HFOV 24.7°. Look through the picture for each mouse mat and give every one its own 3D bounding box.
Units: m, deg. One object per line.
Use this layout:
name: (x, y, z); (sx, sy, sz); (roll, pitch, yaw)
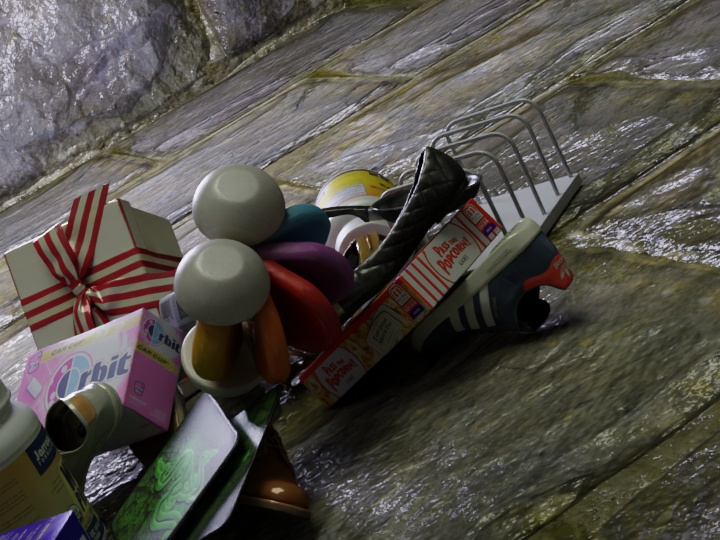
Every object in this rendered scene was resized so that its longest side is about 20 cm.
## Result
mouse mat: (-0.142, 0.194, 1.444); (0.200, 0.008, 0.161); (-40, 21, 44)
mouse mat: (-0.170, 0.192, 1.476); (0.161, 0.008, 0.200); (-54, 17, -2)

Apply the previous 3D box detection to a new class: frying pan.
frying pan: (0.032, -0.061, 1.628); (0.190, 0.031, 0.115); (-18, 11, -6)

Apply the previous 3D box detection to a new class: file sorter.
file sorter: (0.131, -0.088, 1.808); (0.139, 0.125, 0.200); (-15, 21, 34)

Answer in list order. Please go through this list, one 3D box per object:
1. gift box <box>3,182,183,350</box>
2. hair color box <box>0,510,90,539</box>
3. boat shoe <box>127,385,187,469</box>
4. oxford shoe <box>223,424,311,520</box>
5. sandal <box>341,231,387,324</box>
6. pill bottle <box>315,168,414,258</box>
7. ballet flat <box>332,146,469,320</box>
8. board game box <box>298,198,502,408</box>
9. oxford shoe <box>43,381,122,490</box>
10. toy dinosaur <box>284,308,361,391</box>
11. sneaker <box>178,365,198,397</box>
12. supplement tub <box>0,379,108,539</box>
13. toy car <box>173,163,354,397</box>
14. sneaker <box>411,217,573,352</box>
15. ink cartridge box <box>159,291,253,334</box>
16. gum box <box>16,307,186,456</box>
gift box: (-0.295, 0.014, 1.966); (0.200, 0.185, 0.187); (-30, -12, 12)
hair color box: (-0.310, 0.290, 1.418); (0.200, 0.109, 0.065); (-20, 19, 22)
boat shoe: (-0.208, 0.150, 1.726); (0.072, 0.065, 0.200); (-48, 36, 7)
oxford shoe: (-0.090, 0.172, 1.450); (0.200, 0.071, 0.071); (20, 89, 66)
sandal: (0.000, 0.000, 1.624); (0.200, 0.054, 0.080); (-44, -2, -32)
pill bottle: (0.005, -0.045, 1.900); (0.109, 0.109, 0.200); (-27, 18, 4)
ballet flat: (0.023, -0.028, 1.546); (0.200, 0.057, 0.066); (-50, 3, -5)
board game box: (0.038, 0.034, 1.601); (0.152, 0.046, 0.200); (-46, -1, -45)
oxford shoe: (-0.301, 0.190, 1.626); (0.058, 0.075, 0.200); (-16, -35, -53)
toy dinosaur: (-0.042, 0.076, 1.724); (0.106, 0.061, 0.200); (-26, -5, 3)
sneaker: (-0.197, 0.089, 1.868); (0.200, 0.080, 0.071); (-37, 18, -28)
supplement tub: (-0.339, 0.211, 1.531); (0.144, 0.200, 0.144); (-25, 18, 8)
toy car: (-0.082, 0.013, 1.476); (0.150, 0.175, 0.200); (7, 55, 3)
sneaker: (0.126, 0.038, 1.563); (0.075, 0.085, 0.200); (-46, 0, -45)
ink cartridge box: (-0.099, 0.025, 1.726); (0.200, 0.057, 0.163); (-15, -4, -19)
gum box: (-0.280, 0.128, 1.710); (0.200, 0.066, 0.114); (-21, 47, 36)
